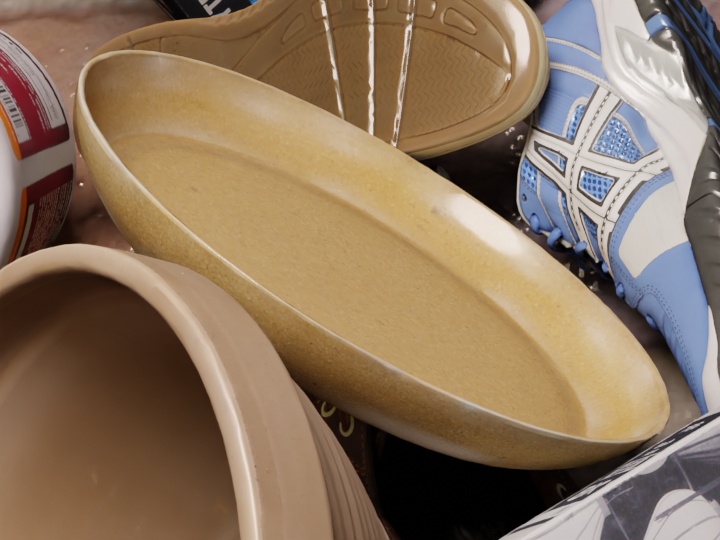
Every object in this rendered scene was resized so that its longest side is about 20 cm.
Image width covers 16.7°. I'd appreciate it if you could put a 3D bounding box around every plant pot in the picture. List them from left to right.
[{"bbox_3d":[-0.051,0.099,0.645,0.200,0.092,0.202,-16,70,50],"label":"plant pot"},{"bbox_3d":[0.000,0.000,0.724,0.200,0.200,0.028,45,111,39],"label":"plant pot"}]

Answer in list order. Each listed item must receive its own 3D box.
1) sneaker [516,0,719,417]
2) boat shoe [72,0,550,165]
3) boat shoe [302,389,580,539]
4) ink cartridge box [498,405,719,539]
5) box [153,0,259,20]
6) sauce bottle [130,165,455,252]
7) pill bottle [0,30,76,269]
[{"bbox_3d":[0.101,-0.016,0.816,0.077,0.076,0.201,-34,45,23],"label":"sneaker"},{"bbox_3d":[-0.011,-0.065,0.877,0.199,0.064,0.072,-2,79,37],"label":"boat shoe"},{"bbox_3d":[0.022,0.055,0.763,0.070,0.070,0.200,-40,66,-4],"label":"boat shoe"},{"bbox_3d":[0.118,0.084,0.673,0.199,0.039,0.100,-29,87,-26],"label":"ink cartridge box"},{"bbox_3d":[-0.110,-0.175,0.958,0.046,0.159,0.200,-41,51,-3],"label":"box"},{"bbox_3d":[-0.056,0.017,0.863,0.199,0.066,0.066,-23,51,8],"label":"sauce bottle"},{"bbox_3d":[-0.161,-0.035,0.859,0.112,0.200,0.114,0,97,2],"label":"pill bottle"}]
